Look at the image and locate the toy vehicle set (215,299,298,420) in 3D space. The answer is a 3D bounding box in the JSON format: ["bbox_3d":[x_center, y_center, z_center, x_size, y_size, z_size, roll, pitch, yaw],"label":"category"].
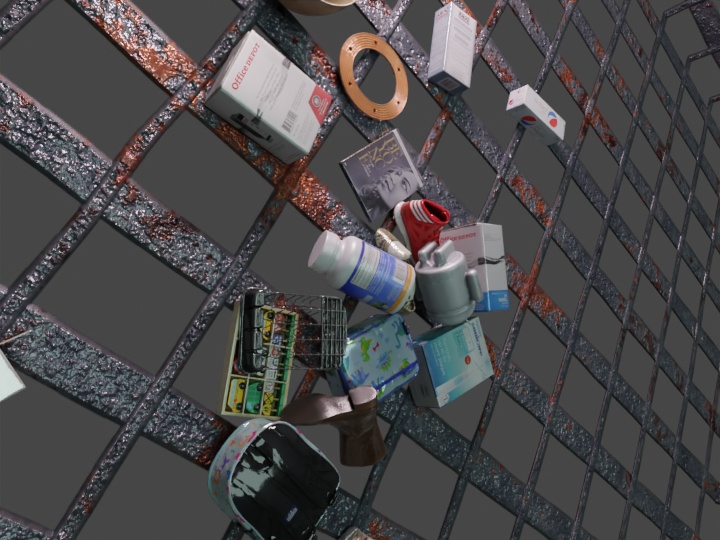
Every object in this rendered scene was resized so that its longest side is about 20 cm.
[{"bbox_3d":[-0.184,0.165,0.992,0.124,0.026,0.201,16,74,-35],"label":"toy vehicle set"}]

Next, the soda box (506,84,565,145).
[{"bbox_3d":[0.517,-0.451,1.596,0.200,0.064,0.068,28,67,-32],"label":"soda box"}]

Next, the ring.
[{"bbox_3d":[0.029,-0.441,1.247,0.200,0.019,0.201,6,80,-38],"label":"ring"}]

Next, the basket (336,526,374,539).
[{"bbox_3d":[0.003,0.624,0.991,0.198,0.161,0.201,-35,103,-35],"label":"basket"}]

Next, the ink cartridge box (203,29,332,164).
[{"bbox_3d":[-0.172,-0.323,1.034,0.200,0.083,0.147,34,64,-30],"label":"ink cartridge box"}]

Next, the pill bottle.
[{"bbox_3d":[0.000,0.000,1.094,0.199,0.112,0.112,26,68,-17],"label":"pill bottle"}]

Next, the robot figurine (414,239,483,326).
[{"bbox_3d":[0.186,0.035,1.196,0.113,0.169,0.201,-37,116,-42],"label":"robot figurine"}]

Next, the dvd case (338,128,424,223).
[{"bbox_3d":[0.054,-0.218,1.236,0.200,0.016,0.149,-38,107,-35],"label":"dvd case"}]

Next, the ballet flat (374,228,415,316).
[{"bbox_3d":[0.087,0.000,1.193,0.068,0.075,0.201,-12,91,-39],"label":"ballet flat"}]

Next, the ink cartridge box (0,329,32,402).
[{"bbox_3d":[-0.505,0.154,0.689,0.200,0.116,0.068,-35,104,-35],"label":"ink cartridge box"}]

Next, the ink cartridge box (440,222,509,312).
[{"bbox_3d":[0.262,-0.001,1.284,0.084,0.144,0.201,-1,84,-39],"label":"ink cartridge box"}]

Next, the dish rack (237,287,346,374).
[{"bbox_3d":[-0.117,0.111,0.992,0.199,0.054,0.154,6,81,-32],"label":"dish rack"}]

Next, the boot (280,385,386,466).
[{"bbox_3d":[-0.045,0.317,1.042,0.185,0.064,0.201,-9,128,-4],"label":"boot"}]

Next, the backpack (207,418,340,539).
[{"bbox_3d":[-0.153,0.349,0.912,0.200,0.150,0.178,55,53,-27],"label":"backpack"}]

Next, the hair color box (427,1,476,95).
[{"bbox_3d":[0.236,-0.566,1.397,0.099,0.061,0.201,18,74,-35],"label":"hair color box"}]

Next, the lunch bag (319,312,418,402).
[{"bbox_3d":[0.024,0.186,1.118,0.200,0.082,0.161,-23,101,-36],"label":"lunch bag"}]

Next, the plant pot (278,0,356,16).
[{"bbox_3d":[-0.107,-0.596,1.090,0.200,0.134,0.201,6,80,-36],"label":"plant pot"}]

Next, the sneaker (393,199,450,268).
[{"bbox_3d":[0.159,-0.069,1.230,0.078,0.115,0.200,-46,114,-33],"label":"sneaker"}]

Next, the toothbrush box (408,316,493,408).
[{"bbox_3d":[0.198,0.205,1.246,0.199,0.085,0.147,-18,95,-39],"label":"toothbrush box"}]
